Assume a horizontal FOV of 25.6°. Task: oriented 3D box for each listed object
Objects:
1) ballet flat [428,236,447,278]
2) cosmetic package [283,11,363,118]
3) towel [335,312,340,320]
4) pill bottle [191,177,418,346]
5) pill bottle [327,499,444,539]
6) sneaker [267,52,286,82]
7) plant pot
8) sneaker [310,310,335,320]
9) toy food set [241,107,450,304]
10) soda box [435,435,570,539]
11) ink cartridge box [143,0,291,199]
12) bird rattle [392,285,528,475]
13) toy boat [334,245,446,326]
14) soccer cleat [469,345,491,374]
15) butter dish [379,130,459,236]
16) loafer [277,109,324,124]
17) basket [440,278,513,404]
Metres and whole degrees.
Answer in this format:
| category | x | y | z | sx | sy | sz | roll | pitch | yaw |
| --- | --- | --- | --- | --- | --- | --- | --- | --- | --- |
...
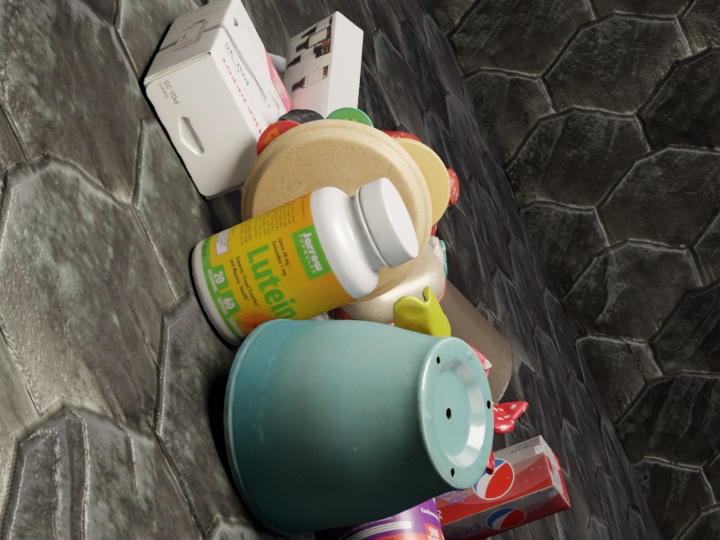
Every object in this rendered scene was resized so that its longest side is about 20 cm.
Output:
| category | x | y | z | sx | sy | sz | roll | pitch | yaw |
| --- | --- | --- | --- | --- | --- | --- | --- | --- | --- |
| ballet flat | 0.059 | 0.009 | 1.835 | 0.200 | 0.071 | 0.072 | 107 | -36 | -77 |
| cosmetic package | -0.048 | -0.190 | 1.784 | 0.051 | 0.082 | 0.201 | 32 | 47 | -35 |
| towel | -0.035 | 0.029 | 1.849 | 0.200 | 0.036 | 0.149 | -62 | 129 | -72 |
| pill bottle | -0.051 | -0.013 | 1.515 | 0.111 | 0.199 | 0.111 | 59 | 16 | -29 |
| pill bottle | 0.017 | 0.227 | 1.584 | 0.112 | 0.112 | 0.201 | 48 | 24 | -53 |
| sneaker | -0.118 | -0.209 | 1.879 | 0.100 | 0.075 | 0.200 | 42 | 20 | -3 |
| plant pot | 0.011 | 0.133 | 1.425 | 0.200 | 0.187 | 0.201 | 21 | 65 | -56 |
| sneaker | -0.067 | 0.066 | 1.631 | 0.082 | 0.075 | 0.200 | 53 | 7 | -26 |
| toy food set | -0.024 | -0.063 | 1.580 | 0.197 | 0.201 | 0.049 | 26 | 22 | -4 |
| soda box | 0.127 | 0.257 | 1.765 | 0.063 | 0.199 | 0.070 | 51 | 22 | -49 |
| ink cartridge box | -0.146 | -0.185 | 1.667 | 0.200 | 0.082 | 0.147 | -83 | 149 | -63 |
| bird rattle | 0.063 | 0.126 | 1.599 | 0.163 | 0.113 | 0.200 | -5 | 57 | -51 |
| toy boat | 0.000 | 0.000 | 1.749 | 0.200 | 0.130 | 0.131 | 55 | -27 | 28 |
| soccer cleat | 0.070 | 0.090 | 1.916 | 0.199 | 0.067 | 0.076 | 27 | -6 | -29 |
| butter dish | 0.046 | -0.093 | 1.902 | 0.199 | 0.147 | 0.201 | -6 | 89 | -75 |
| loafer | -0.033 | -0.074 | 1.641 | 0.201 | 0.068 | 0.070 | 63 | 24 | 6 |
| basket | 0.091 | 0.083 | 2.045 | 0.200 | 0.136 | 0.181 | 53 | 42 | -32 |
